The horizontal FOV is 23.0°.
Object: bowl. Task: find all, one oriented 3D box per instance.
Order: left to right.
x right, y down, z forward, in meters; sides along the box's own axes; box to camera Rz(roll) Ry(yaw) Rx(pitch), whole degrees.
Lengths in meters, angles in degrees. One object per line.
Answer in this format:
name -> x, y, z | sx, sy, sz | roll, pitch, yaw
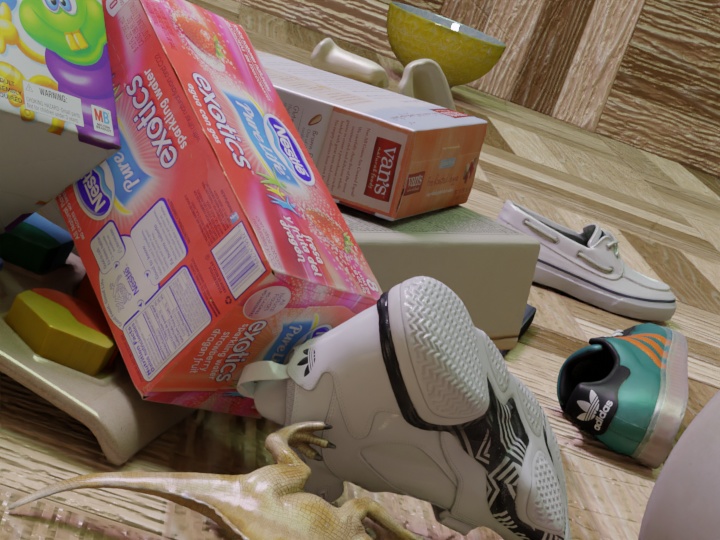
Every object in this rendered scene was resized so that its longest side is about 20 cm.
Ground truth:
bowl -> 0.123, -0.345, 2.822 | 0.198, 0.109, 0.200 | 20, 12, -4

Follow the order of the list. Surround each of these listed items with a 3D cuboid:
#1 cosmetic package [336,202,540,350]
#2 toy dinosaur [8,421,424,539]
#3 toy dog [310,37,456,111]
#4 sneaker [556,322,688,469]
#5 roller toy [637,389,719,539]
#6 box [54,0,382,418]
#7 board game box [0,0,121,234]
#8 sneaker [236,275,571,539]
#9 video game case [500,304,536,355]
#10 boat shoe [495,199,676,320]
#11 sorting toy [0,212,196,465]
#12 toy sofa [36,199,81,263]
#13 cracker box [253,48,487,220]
cosmetic package -> 0.000, 0.000, 1.026 | 0.199, 0.074, 0.103 | -1, 19, -44
toy dinosaur -> -0.041, 0.102, 0.766 | 0.198, 0.059, 0.101 | 21, 13, 3
toy dog -> -0.009, -0.107, 1.512 | 0.199, 0.140, 0.194 | 25, -20, 51
sneaker -> 0.179, 0.070, 1.226 | 0.079, 0.072, 0.200 | 25, 14, 0
roller toy -> 0.225, 0.132, 0.776 | 0.198, 0.184, 0.140 | 12, 16, -36
box -> -0.085, -0.037, 0.902 | 0.094, 0.103, 0.201 | 17, 37, -51
board game box -> -0.200, -0.138, 0.887 | 0.104, 0.103, 0.202 | 15, 56, -45
sneaker -> 0.026, 0.088, 0.872 | 0.200, 0.114, 0.076 | 53, 26, -40
video game case -> 0.035, 0.009, 1.383 | 0.198, 0.019, 0.143 | 24, 13, 9
boat shoe -> 0.211, -0.009, 1.629 | 0.198, 0.067, 0.074 | 17, 13, -19
sorting toy -> -0.167, 0.009, 0.908 | 0.199, 0.037, 0.185 | 36, 14, 6
toy sofa -> -0.193, -0.083, 1.047 | 0.200, 0.097, 0.083 | 49, 15, 5
cracker box -> -0.038, -0.089, 1.069 | 0.198, 0.058, 0.134 | 19, 13, 20
